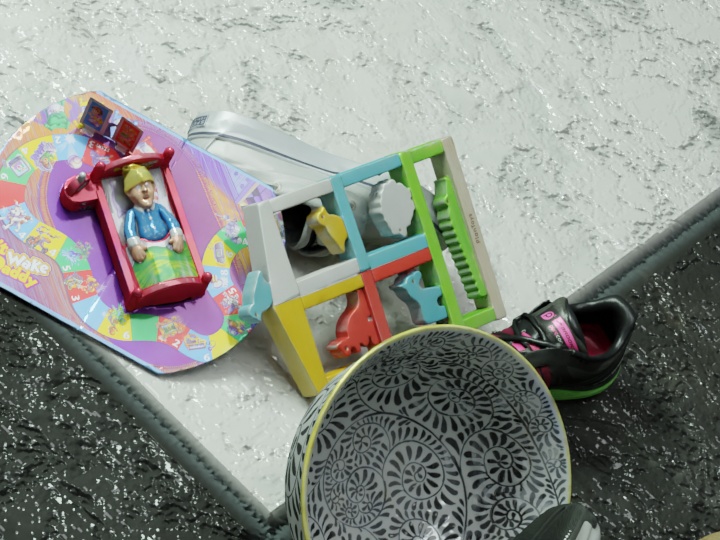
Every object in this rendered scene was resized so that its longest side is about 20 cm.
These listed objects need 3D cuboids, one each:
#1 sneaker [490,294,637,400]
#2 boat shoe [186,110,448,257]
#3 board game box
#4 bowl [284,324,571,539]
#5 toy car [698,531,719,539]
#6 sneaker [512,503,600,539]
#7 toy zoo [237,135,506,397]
[{"bbox_3d":[0.106,0.055,1.852,0.200,0.084,0.077,-21,62,-42],"label":"sneaker"},{"bbox_3d":[-0.029,-0.043,1.880,0.200,0.072,0.066,24,65,-22],"label":"boat shoe"},{"bbox_3d":[-0.142,-0.031,1.779,0.200,0.039,0.158,29,62,-3],"label":"board game box"},{"bbox_3d":[0.023,0.131,1.698,0.200,0.094,0.201,-1,92,-34],"label":"bowl"},{"bbox_3d":[0.234,0.221,1.682,0.164,0.200,0.158,-17,60,-40],"label":"toy car"},{"bbox_3d":[0.114,0.245,1.651,0.115,0.076,0.201,33,74,-20],"label":"sneaker"},{"bbox_3d":[0.000,0.000,1.831,0.200,0.020,0.131,-22,97,-36],"label":"toy zoo"}]
